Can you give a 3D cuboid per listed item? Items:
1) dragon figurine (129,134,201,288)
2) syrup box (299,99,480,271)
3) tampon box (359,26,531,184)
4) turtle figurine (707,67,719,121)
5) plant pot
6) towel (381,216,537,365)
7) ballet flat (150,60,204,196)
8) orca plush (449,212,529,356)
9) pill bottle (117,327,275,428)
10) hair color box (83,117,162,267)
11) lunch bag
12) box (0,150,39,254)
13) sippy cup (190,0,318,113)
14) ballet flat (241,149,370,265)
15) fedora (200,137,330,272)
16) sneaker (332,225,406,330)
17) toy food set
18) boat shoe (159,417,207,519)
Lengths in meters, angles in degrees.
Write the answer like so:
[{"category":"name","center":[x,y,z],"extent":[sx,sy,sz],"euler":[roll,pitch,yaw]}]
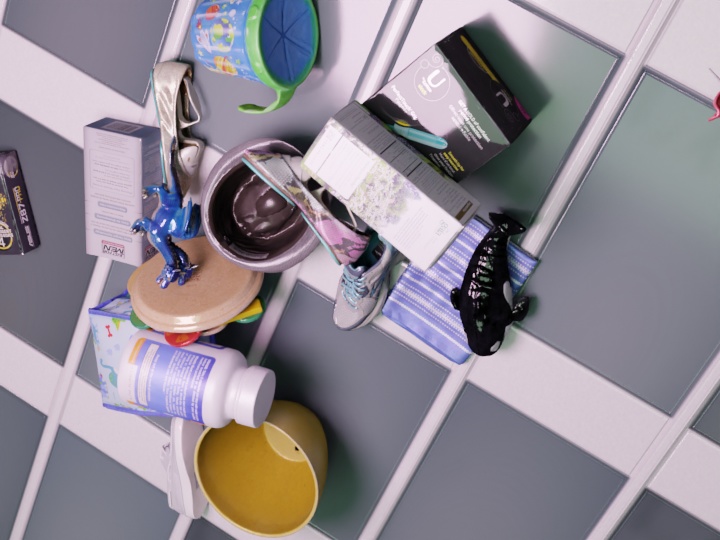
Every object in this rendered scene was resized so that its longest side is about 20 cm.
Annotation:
[{"category":"dragon figurine","center":[-0.252,-0.077,1.457],"extent":[0.099,0.059,0.201],"euler":[21,91,12]},{"category":"syrup box","center":[0.036,-0.100,1.246],"extent":[0.200,0.081,0.079],"euler":[39,122,2]},{"category":"tampon box","center":[0.082,-0.175,1.317],"extent":[0.200,0.126,0.150],"euler":[-35,96,30]},{"category":"turtle figurine","center":[0.475,-0.181,1.169],"extent":[0.200,0.101,0.150],"euler":[41,80,1]},{"category":"plant pot","center":[-0.127,0.274,1.582],"extent":[0.199,0.142,0.201],"euler":[8,113,20]},{"category":"towel","center":[0.128,0.022,1.439],"extent":[0.144,0.024,0.200],"euler":[35,120,5]},{"category":"ballet flat","center":[-0.252,-0.194,1.489],"extent":[0.062,0.067,0.201],"euler":[-1,111,13]},{"category":"orca plush","center":[0.171,0.031,1.378],"extent":[0.105,0.071,0.201],"euler":[25,117,8]},{"category":"pill bottle","center":[-0.224,0.154,1.468],"extent":[0.199,0.112,0.113],"euler":[14,116,14]},{"category":"hair color box","center":[-0.350,-0.115,1.564],"extent":[0.098,0.061,0.201],"euler":[13,115,18]},{"category":"lunch bag","center":[-0.296,0.127,1.603],"extent":[0.199,0.127,0.171],"euler":[7,114,31]},{"category":"box","center":[-0.620,-0.105,1.690],"extent":[0.199,0.049,0.162],"euler":[0,108,23]},{"category":"sippy cup","center":[-0.143,-0.304,1.366],"extent":[0.130,0.140,0.179],"euler":[8,76,31]},{"category":"ballet flat","center":[-0.062,-0.096,1.360],"extent":[0.071,0.069,0.200],"euler":[-42,97,5]},{"category":"fedora","center":[-0.122,-0.094,1.457],"extent":[0.177,0.090,0.200],"euler":[46,114,-2]},{"category":"sneaker","center":[0.000,0.000,1.440],"extent":[0.078,0.086,0.201],"euler":[40,119,24]},{"category":"toy food set","center":[-0.232,0.025,1.499],"extent":[0.199,0.198,0.049],"euler":[-16,131,-7]},{"category":"boat shoe","center":[-0.292,0.310,1.716],"extent":[0.068,0.072,0.201],"euler":[8,123,20]}]
